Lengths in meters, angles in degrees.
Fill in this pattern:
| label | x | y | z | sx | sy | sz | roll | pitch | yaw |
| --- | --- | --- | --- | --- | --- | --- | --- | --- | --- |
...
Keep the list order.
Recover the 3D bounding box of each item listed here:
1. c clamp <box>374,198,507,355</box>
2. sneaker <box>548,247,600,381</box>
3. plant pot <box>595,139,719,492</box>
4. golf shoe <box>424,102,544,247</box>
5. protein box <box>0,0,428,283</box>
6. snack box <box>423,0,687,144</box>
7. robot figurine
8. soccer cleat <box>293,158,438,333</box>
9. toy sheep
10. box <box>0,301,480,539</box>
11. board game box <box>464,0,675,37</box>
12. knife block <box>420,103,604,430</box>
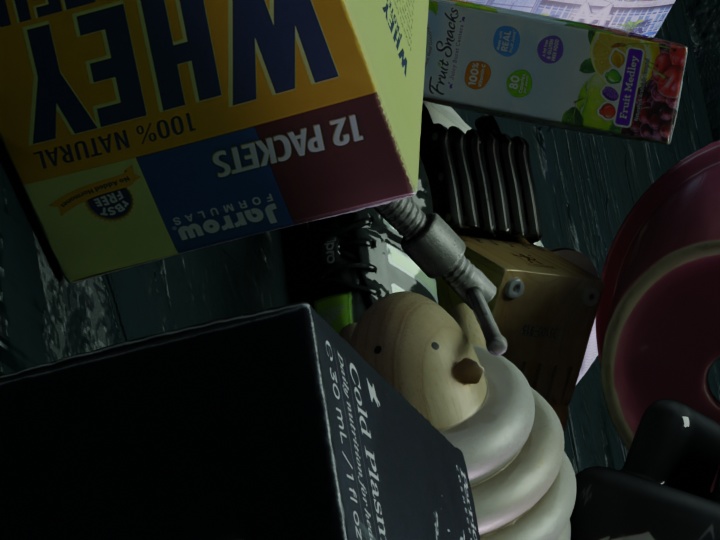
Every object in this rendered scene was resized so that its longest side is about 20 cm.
| label | x | y | z | sx | sy | sz | roll | pitch | yaw |
| --- | --- | --- | --- | --- | --- | --- | --- | --- | --- |
| c clamp | -0.012 | -0.059 | 1.224 | 0.200 | 0.027 | 0.171 | 46 | 4 | -12 |
| sneaker | 0.079 | 0.042 | 1.549 | 0.200 | 0.073 | 0.071 | 106 | -34 | -52 |
| plant pot | 0.199 | 0.034 | 1.393 | 0.179 | 0.199 | 0.201 | -24 | 100 | -70 |
| golf shoe | 0.071 | -0.019 | 1.650 | 0.097 | 0.078 | 0.200 | -98 | 168 | -49 |
| protein box | -0.068 | -0.141 | 1.042 | 0.200 | 0.134 | 0.199 | -85 | 158 | -56 |
| snack box | 0.088 | -0.099 | 1.425 | 0.200 | 0.141 | 0.053 | -31 | 130 | -84 |
| robot figurine | 0.132 | 0.161 | 1.263 | 0.150 | 0.124 | 0.201 | 11 | -98 | 64 |
| soccer cleat | 0.000 | 0.000 | 1.347 | 0.081 | 0.067 | 0.201 | -21 | 97 | -65 |
| toy sheep | 0.030 | 0.099 | 1.224 | 0.138 | 0.137 | 0.201 | -82 | 162 | -59 |
| box | -0.028 | 0.141 | 0.940 | 0.197 | 0.123 | 0.201 | 49 | 29 | -67 |
| board game box | 0.105 | -0.195 | 1.516 | 0.200 | 0.199 | 0.062 | 117 | -28 | -51 |
| knife block | 0.041 | 0.022 | 1.461 | 0.175 | 0.064 | 0.201 | 30 | -71 | 56 |
